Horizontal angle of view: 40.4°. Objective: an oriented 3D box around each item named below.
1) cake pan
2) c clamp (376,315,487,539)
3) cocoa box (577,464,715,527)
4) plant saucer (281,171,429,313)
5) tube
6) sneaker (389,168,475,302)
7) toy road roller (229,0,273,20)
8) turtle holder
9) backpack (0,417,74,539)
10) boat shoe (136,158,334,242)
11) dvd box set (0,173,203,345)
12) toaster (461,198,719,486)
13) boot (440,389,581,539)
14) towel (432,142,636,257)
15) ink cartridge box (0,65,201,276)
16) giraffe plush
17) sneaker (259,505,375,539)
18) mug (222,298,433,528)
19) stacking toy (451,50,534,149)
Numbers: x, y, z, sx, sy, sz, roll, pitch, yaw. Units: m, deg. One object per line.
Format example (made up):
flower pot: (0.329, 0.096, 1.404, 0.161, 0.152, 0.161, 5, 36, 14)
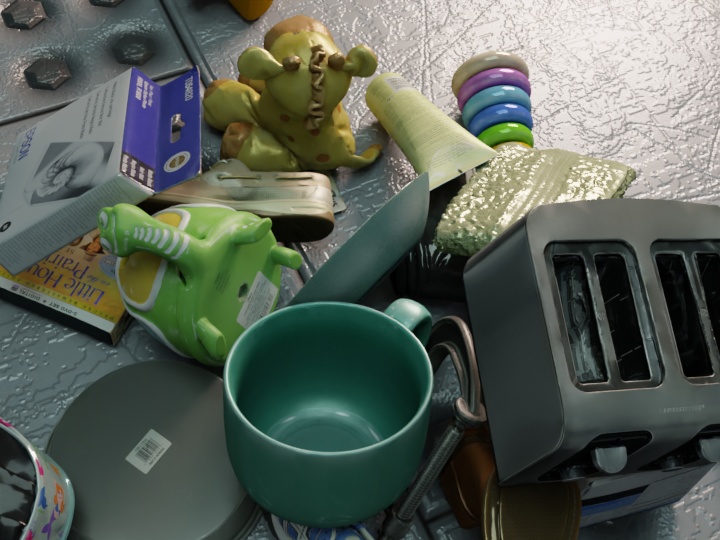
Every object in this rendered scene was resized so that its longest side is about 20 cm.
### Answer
cake pan: (-0.174, 0.161, 0.829, 0.199, 0.037, 0.201, 2, 58, -3)
c clamp: (0.052, 0.143, 0.782, 0.027, 0.201, 0.171, 15, 26, -19)
cocoa box: (0.197, 0.101, 0.839, 0.133, 0.131, 0.201, -11, 59, -12)
plant saucer: (0.000, 0.000, 0.836, 0.039, 0.201, 0.201, 44, 63, 3)
tube: (0.061, -0.140, 0.988, 0.052, 0.058, 0.200, 16, 23, -31)
sneaker: (0.064, -0.056, 0.966, 0.099, 0.071, 0.201, -2, 57, -3)
toy road roller: (-0.127, -0.385, 1.137, 0.200, 0.123, 0.146, -39, 82, -24)
turtle holder: (-0.151, 0.010, 0.851, 0.131, 0.142, 0.185, 16, 14, 24)
backpack: (-0.321, 0.185, 0.734, 0.199, 0.151, 0.178, 19, 66, 18)
boat shoe: (-0.124, -0.069, 0.935, 0.199, 0.072, 0.065, 2, 64, -12)
dvd box set: (-0.255, -0.038, 0.953, 0.146, 0.029, 0.200, 21, 58, 9)
toaster: (0.179, 0.045, 0.693, 0.180, 0.119, 0.201, 0, 69, -19)
boot: (0.106, 0.178, 0.770, 0.073, 0.155, 0.201, 15, 53, -9)
towel: (0.158, -0.062, 0.879, 0.148, 0.037, 0.200, 10, 35, 23)
ink cartridge box: (-0.240, -0.109, 0.901, 0.199, 0.041, 0.200, -27, 38, 11)
giraffe plush: (-0.064, -0.178, 0.978, 0.172, 0.162, 0.200, -31, 64, -22)
sneaker: (-0.025, 0.203, 0.780, 0.075, 0.077, 0.201, -7, 60, -36)
mug: (-0.011, 0.112, 0.742, 0.184, 0.115, 0.152, -11, 43, -18)
stacking toy: (0.153, -0.127, 1.017, 0.085, 0.085, 0.201, -5, 63, -8)
